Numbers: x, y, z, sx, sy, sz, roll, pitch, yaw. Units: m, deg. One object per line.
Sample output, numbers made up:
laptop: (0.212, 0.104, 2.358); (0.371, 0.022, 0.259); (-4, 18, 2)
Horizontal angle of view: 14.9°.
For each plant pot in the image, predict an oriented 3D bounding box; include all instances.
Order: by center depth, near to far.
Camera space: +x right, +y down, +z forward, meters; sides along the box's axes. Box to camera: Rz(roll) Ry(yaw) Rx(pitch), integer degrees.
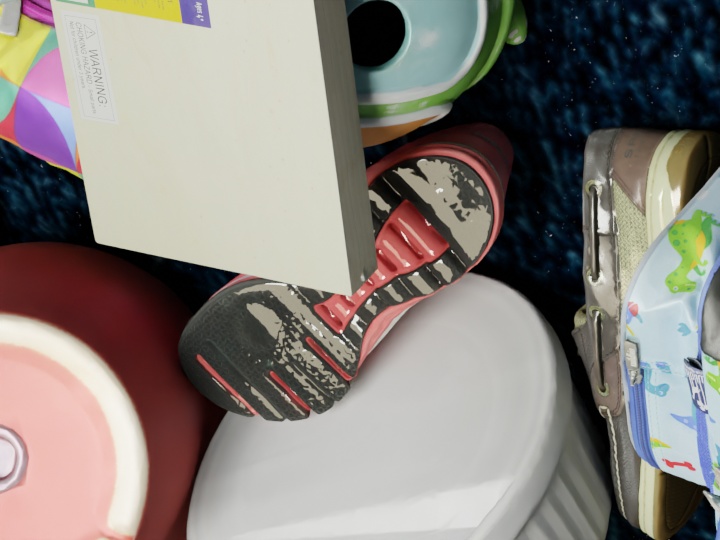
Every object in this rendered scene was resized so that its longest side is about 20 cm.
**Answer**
plant pot: (-0.163, 0.085, 1.304); (0.199, 0.177, 0.202); (0, 91, 0)

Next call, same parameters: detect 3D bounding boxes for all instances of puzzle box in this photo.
puzzle box: (-0.064, -0.090, 1.125); (0.132, 0.025, 0.201); (13, 127, 28)

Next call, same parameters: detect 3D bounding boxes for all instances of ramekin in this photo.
ramekin: (0.025, 0.108, 1.277); (0.201, 0.203, 0.094); (-5, 138, 38)

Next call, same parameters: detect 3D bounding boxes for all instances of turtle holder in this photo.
turtle holder: (-0.009, -0.137, 1.165); (0.140, 0.132, 0.186); (25, 132, 19)

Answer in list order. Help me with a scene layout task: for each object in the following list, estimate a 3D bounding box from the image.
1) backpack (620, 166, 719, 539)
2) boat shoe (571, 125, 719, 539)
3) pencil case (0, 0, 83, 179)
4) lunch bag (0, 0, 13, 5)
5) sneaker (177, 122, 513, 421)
backpack: (0.199, 0.041, 1.115); (0.146, 0.183, 0.201); (21, 139, 33)
boat shoe: (0.129, 0.025, 1.234); (0.064, 0.073, 0.201); (17, 120, 31)
pencil case: (-0.112, -0.079, 1.316); (0.199, 0.088, 0.089); (25, 132, 16)
lunch bag: (-0.219, -0.212, 1.248); (0.200, 0.077, 0.161); (41, 151, 44)
sneaker: (0.000, 0.000, 1.275); (0.200, 0.087, 0.074); (-36, 98, 31)
